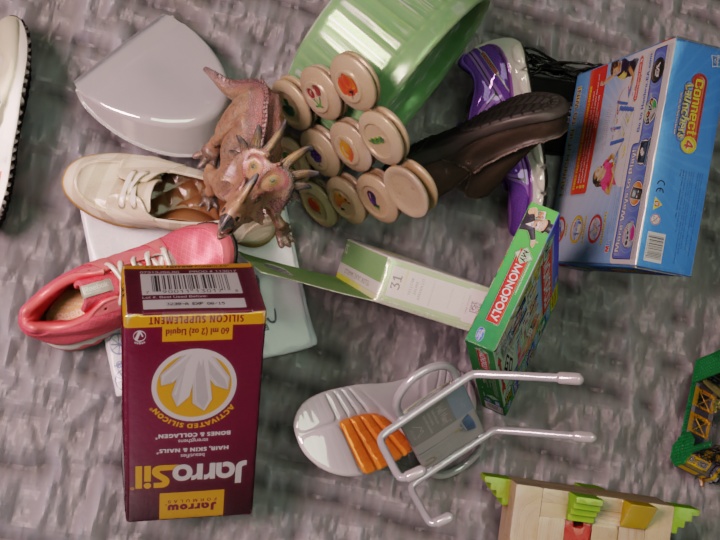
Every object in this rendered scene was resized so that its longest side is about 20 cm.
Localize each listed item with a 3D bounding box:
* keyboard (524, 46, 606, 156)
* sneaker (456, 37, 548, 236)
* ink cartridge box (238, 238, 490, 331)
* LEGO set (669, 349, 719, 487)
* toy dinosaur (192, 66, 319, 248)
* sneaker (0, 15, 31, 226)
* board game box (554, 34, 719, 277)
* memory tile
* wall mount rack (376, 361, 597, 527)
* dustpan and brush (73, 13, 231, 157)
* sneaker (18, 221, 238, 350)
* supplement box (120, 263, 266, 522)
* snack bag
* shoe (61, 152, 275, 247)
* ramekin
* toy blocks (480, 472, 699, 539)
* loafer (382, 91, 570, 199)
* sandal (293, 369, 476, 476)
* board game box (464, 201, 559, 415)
[{"bbox_3d":[0.220,-0.174,1.042,0.198,0.040,0.105,6,101,-14],"label":"keyboard"},{"bbox_3d":[0.142,-0.128,0.989,0.083,0.081,0.202,-11,94,13],"label":"sneaker"},{"bbox_3d":[0.000,0.000,0.878,0.199,0.145,0.048,18,92,-16],"label":"ink cartridge box"},{"bbox_3d":[0.407,0.144,0.952,0.115,0.200,0.154,27,54,-10],"label":"LEGO set"},{"bbox_3d":[-0.089,-0.105,0.823,0.085,0.136,0.201,-1,65,-17],"label":"toy dinosaur"},{"bbox_3d":[-0.346,-0.136,0.866,0.093,0.070,0.201,9,80,-18],"label":"sneaker"},{"bbox_3d":[0.253,-0.098,0.925,0.055,0.196,0.202,10,90,-12],"label":"board game box"},{"bbox_3d":[-0.022,-0.107,0.865,0.017,0.199,0.154,-39,109,-28],"label":"memory tile"},{"bbox_3d":[0.109,0.142,0.856,0.173,0.200,0.075,-32,53,-3],"label":"wall mount rack"},{"bbox_3d":[-0.148,-0.140,0.920,0.199,0.057,0.140,34,57,11],"label":"dustpan and brush"},{"bbox_3d":[-0.197,0.018,0.833,0.199,0.087,0.074,-24,83,6],"label":"sneaker"},{"bbox_3d":[-0.142,0.101,0.814,0.109,0.086,0.201,-1,117,-15],"label":"supplement box"},{"bbox_3d":[-0.147,0.006,0.916,0.198,0.021,0.190,-10,82,-16],"label":"snack bag"},{"bbox_3d":[-0.167,-0.069,0.886,0.198,0.053,0.070,11,75,-14],"label":"shoe"},{"bbox_3d":[0.020,-0.201,0.908,0.098,0.200,0.200,40,73,4],"label":"ramekin"},{"bbox_3d":[0.205,0.275,0.924,0.198,0.100,0.138,9,87,-3],"label":"toy blocks"},{"bbox_3d":[0.116,-0.109,0.935,0.072,0.199,0.073,60,39,-14],"label":"loafer"},{"bbox_3d":[0.021,0.143,0.917,0.206,0.059,0.080,-8,76,-37],"label":"sandal"},{"bbox_3d":[0.142,0.042,0.893,0.029,0.200,0.135,23,74,19],"label":"board game box"}]
